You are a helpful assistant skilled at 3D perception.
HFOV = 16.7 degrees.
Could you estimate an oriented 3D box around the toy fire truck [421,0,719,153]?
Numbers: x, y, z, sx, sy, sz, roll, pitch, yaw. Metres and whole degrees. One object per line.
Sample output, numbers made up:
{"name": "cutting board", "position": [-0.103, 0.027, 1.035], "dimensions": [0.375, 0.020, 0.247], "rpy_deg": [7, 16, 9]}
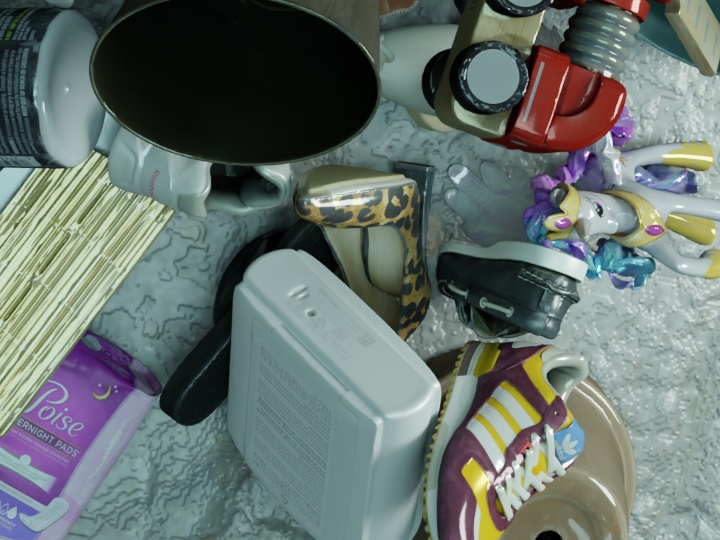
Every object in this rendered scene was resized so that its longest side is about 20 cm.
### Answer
{"name": "toy fire truck", "position": [0.157, -0.151, 1.603], "dimensions": [0.200, 0.129, 0.176], "rpy_deg": [19, 87, -13]}

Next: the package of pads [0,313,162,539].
{"name": "package of pads", "position": [-0.241, 0.130, 1.722], "dimensions": [0.120, 0.076, 0.200], "rpy_deg": [32, 96, -16]}

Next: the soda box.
{"name": "soda box", "position": [-0.197, -0.082, 1.688], "dimensions": [0.068, 0.063, 0.200], "rpy_deg": [43, 93, -15]}

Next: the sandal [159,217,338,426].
{"name": "sandal", "position": [-0.079, 0.018, 1.726], "dimensions": [0.048, 0.075, 0.200], "rpy_deg": [38, 84, 25]}

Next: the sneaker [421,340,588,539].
{"name": "sneaker", "position": [0.098, 0.122, 1.605], "dimensions": [0.090, 0.200, 0.075], "rpy_deg": [0, 137, 16]}

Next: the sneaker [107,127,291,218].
{"name": "sneaker", "position": [-0.072, -0.081, 1.658], "dimensions": [0.200, 0.099, 0.078], "rpy_deg": [-30, 147, -39]}

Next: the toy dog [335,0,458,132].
{"name": "toy dog", "position": [0.026, -0.167, 1.678], "dimensions": [0.200, 0.132, 0.096], "rpy_deg": [28, 79, -44]}

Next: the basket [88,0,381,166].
{"name": "basket", "position": [-0.060, -0.181, 1.531], "dimensions": [0.180, 0.200, 0.136], "rpy_deg": [-1, 134, 14]}

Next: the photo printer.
{"name": "photo printer", "position": [-0.022, 0.104, 1.681], "dimensions": [0.069, 0.166, 0.200], "rpy_deg": [-30, 147, -28]}

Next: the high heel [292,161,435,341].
{"name": "high heel", "position": [0.000, 0.000, 1.680], "dimensions": [0.071, 0.200, 0.143], "rpy_deg": [11, 99, 24]}

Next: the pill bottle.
{"name": "pill bottle", "position": [-0.277, -0.121, 1.620], "dimensions": [0.200, 0.106, 0.106], "rpy_deg": [2, 104, 20]}

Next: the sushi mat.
{"name": "sushi mat", "position": [-0.221, 0.010, 1.659], "dimensions": [0.096, 0.012, 0.200], "rpy_deg": [37, 92, -10]}

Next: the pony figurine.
{"name": "pony figurine", "position": [0.171, -0.062, 1.702], "dimensions": [0.200, 0.193, 0.167], "rpy_deg": [5, 118, -33]}

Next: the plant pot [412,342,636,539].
{"name": "plant pot", "position": [0.115, 0.165, 1.737], "dimensions": [0.200, 0.175, 0.200], "rpy_deg": [-2, 102, -9]}

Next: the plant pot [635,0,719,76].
{"name": "plant pot", "position": [0.264, -0.239, 1.677], "dimensions": [0.200, 0.200, 0.134], "rpy_deg": [32, 69, -14]}

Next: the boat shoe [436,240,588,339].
{"name": "boat shoe", "position": [0.092, 0.017, 1.684], "dimensions": [0.076, 0.200, 0.060], "rpy_deg": [21, 82, -11]}

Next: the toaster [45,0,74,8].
{"name": "toaster", "position": [-0.161, -0.269, 1.619], "dimensions": [0.114, 0.129, 0.200], "rpy_deg": [24, 97, -14]}
